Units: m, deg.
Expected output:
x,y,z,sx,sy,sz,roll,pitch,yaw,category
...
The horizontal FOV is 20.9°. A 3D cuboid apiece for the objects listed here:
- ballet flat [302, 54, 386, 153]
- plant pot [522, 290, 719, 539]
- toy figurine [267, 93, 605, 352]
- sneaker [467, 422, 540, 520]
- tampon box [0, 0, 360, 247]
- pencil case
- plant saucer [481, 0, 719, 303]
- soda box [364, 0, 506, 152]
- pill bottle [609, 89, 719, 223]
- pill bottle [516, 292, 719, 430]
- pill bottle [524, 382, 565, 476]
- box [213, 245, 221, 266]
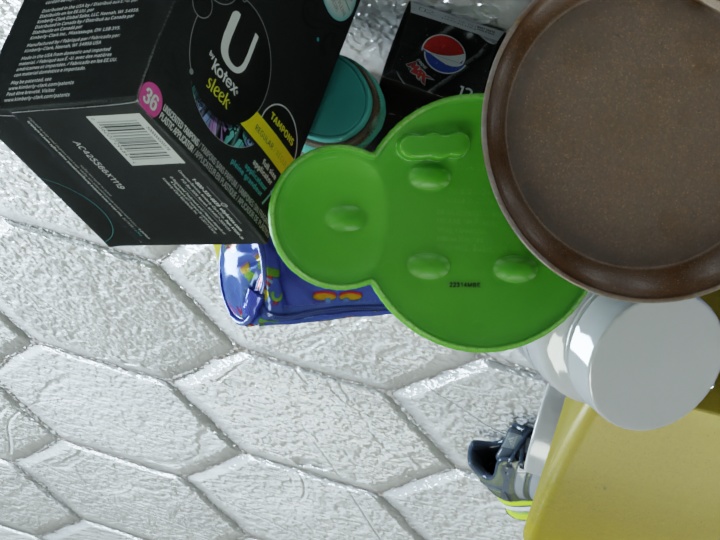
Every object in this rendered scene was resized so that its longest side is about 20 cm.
x,y,z,sx,sy,sz,roll,pitch,yaw,category
-0.037,-0.110,1.259,0.200,0.067,0.070,35,165,45,ballet flat
0.243,0.097,1.397,0.200,0.200,0.176,15,143,10,plant pot
0.026,-0.022,1.207,0.200,0.150,0.184,0,176,-13,toy figurine
0.165,0.170,1.708,0.081,0.074,0.200,35,149,-21,sneaker
-0.108,-0.136,1.169,0.126,0.200,0.150,0,149,33,tampon box
0.000,0.000,1.405,0.200,0.087,0.078,-1,134,-22,pencil case
0.164,-0.082,1.120,0.200,0.200,0.034,24,180,-8,plant saucer
0.041,-0.092,1.303,0.071,0.063,0.200,19,154,1,soda box
0.236,-0.045,1.205,0.200,0.112,0.112,24,153,-9,pill bottle
0.147,0.018,1.279,0.113,0.113,0.200,37,-174,-30,pill bottle
0.238,0.149,1.568,0.200,0.113,0.112,16,153,9,pill bottle
-0.081,-0.055,1.447,0.050,0.075,0.200,12,151,11,box
